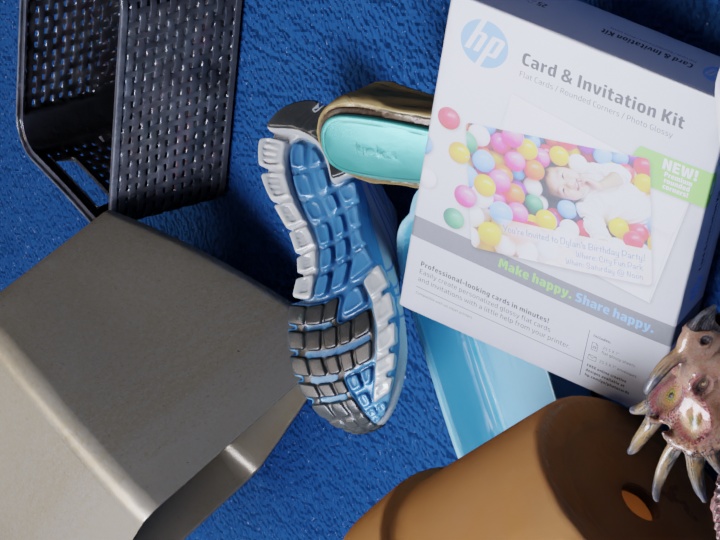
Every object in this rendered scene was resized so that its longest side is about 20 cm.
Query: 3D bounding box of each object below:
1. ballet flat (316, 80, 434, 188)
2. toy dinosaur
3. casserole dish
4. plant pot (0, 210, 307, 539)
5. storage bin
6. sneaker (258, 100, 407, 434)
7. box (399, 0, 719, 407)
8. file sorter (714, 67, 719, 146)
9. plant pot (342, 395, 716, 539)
[{"bbox_3d":[0.073,-0.067,1.449,0.200,0.063,0.069,18,124,23],"label":"ballet flat"},{"bbox_3d":[0.193,0.103,1.269,0.086,0.135,0.200,-2,103,59],"label":"toy dinosaur"},{"bbox_3d":[0.082,0.042,1.522,0.121,0.039,0.200,-20,87,60],"label":"casserole dish"},{"bbox_3d":[-0.163,0.085,1.736,0.177,0.200,0.200,43,144,7],"label":"plant pot"},{"bbox_3d":[-0.155,-0.145,1.771,0.135,0.094,0.200,44,138,41],"label":"storage bin"},{"bbox_3d":[0.000,0.000,1.590,0.075,0.087,0.201,-15,74,26],"label":"sneaker"},{"bbox_3d":[0.108,-0.039,1.373,0.156,0.041,0.200,24,128,19],"label":"box"},{"bbox_3d":[0.260,-0.034,1.102,0.200,0.124,0.139,14,116,56],"label":"file sorter"},{"bbox_3d":[0.105,0.160,1.391,0.140,0.200,0.200,-51,59,32],"label":"plant pot"}]
